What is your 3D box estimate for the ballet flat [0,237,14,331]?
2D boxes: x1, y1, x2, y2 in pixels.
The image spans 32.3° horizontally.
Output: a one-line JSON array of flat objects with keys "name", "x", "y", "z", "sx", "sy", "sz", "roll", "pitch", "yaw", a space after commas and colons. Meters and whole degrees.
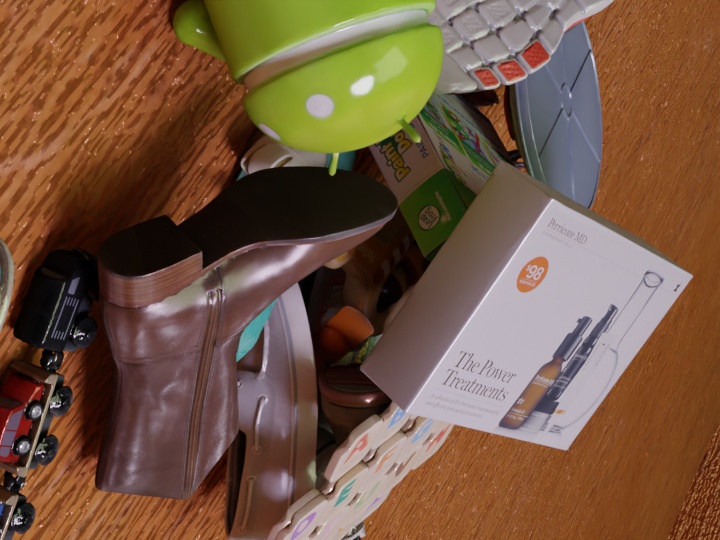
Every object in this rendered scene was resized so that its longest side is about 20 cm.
[{"name": "ballet flat", "x": -0.223, "y": 0.070, "z": 0.572, "sx": 0.201, "sy": 0.067, "sz": 0.062, "roll": -61, "pitch": 180, "yaw": -12}]

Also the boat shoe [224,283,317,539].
[{"name": "boat shoe", "x": -0.071, "y": 0.093, "z": 0.857, "sx": 0.068, "sy": 0.072, "sz": 0.201, "roll": -5, "pitch": 110, "yaw": -18}]

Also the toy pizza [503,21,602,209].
[{"name": "toy pizza", "x": 0.150, "y": -0.133, "z": 0.989, "sx": 0.200, "sy": 0.032, "sz": 0.201, "roll": 15, "pitch": 73, "yaw": -61}]

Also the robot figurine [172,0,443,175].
[{"name": "robot figurine", "x": -0.026, "y": -0.153, "z": 0.661, "sx": 0.115, "sy": 0.175, "sz": 0.201, "roll": -22, "pitch": 93, "yaw": -36}]

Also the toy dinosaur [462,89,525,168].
[{"name": "toy dinosaur", "x": 0.085, "y": -0.073, "z": 1.034, "sx": 0.200, "sy": 0.105, "sz": 0.182, "roll": -51, "pitch": 131, "yaw": -15}]

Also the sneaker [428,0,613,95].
[{"name": "sneaker", "x": 0.097, "y": -0.165, "z": 0.856, "sx": 0.200, "sy": 0.082, "sz": 0.077, "roll": -31, "pitch": 91, "yaw": -29}]

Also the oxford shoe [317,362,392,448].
[{"name": "oxford shoe", "x": 0.010, "y": 0.105, "z": 0.882, "sx": 0.200, "sy": 0.070, "sz": 0.074, "roll": 22, "pitch": 74, "yaw": -79}]

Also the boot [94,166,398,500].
[{"name": "boot", "x": -0.071, "y": 0.044, "z": 0.733, "sx": 0.186, "sy": 0.064, "sz": 0.201, "roll": -16, "pitch": 135, "yaw": -25}]

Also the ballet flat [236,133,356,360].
[{"name": "ballet flat", "x": -0.060, "y": -0.035, "z": 0.789, "sx": 0.201, "sy": 0.067, "sz": 0.070, "roll": -65, "pitch": 161, "yaw": -10}]

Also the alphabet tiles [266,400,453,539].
[{"name": "alphabet tiles", "x": 0.005, "y": 0.143, "z": 0.853, "sx": 0.200, "sy": 0.015, "sz": 0.196, "roll": -33, "pitch": 156, "yaw": -39}]

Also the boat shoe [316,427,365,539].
[{"name": "boat shoe", "x": -0.025, "y": 0.199, "z": 0.977, "sx": 0.071, "sy": 0.070, "sz": 0.200, "roll": -37, "pitch": 150, "yaw": -28}]

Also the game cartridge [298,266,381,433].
[{"name": "game cartridge", "x": -0.024, "y": 0.043, "z": 0.954, "sx": 0.133, "sy": 0.041, "sz": 0.201, "roll": -8, "pitch": 114, "yaw": -66}]

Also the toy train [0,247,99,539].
[{"name": "toy train", "x": -0.184, "y": 0.083, "z": 0.668, "sx": 0.046, "sy": 0.034, "sz": 0.201, "roll": 19, "pitch": 89, "yaw": -61}]

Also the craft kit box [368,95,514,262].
[{"name": "craft kit box", "x": 0.070, "y": -0.064, "z": 0.862, "sx": 0.048, "sy": 0.198, "sz": 0.200, "roll": -39, "pitch": 145, "yaw": 16}]

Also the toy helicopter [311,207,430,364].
[{"name": "toy helicopter", "x": 0.000, "y": 0.000, "z": 0.834, "sx": 0.133, "sy": 0.079, "sz": 0.200, "roll": -58, "pitch": 160, "yaw": -3}]

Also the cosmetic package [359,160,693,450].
[{"name": "cosmetic package", "x": 0.111, "y": 0.031, "z": 0.784, "sx": 0.200, "sy": 0.052, "sz": 0.151, "roll": 19, "pitch": 106, "yaw": -50}]
